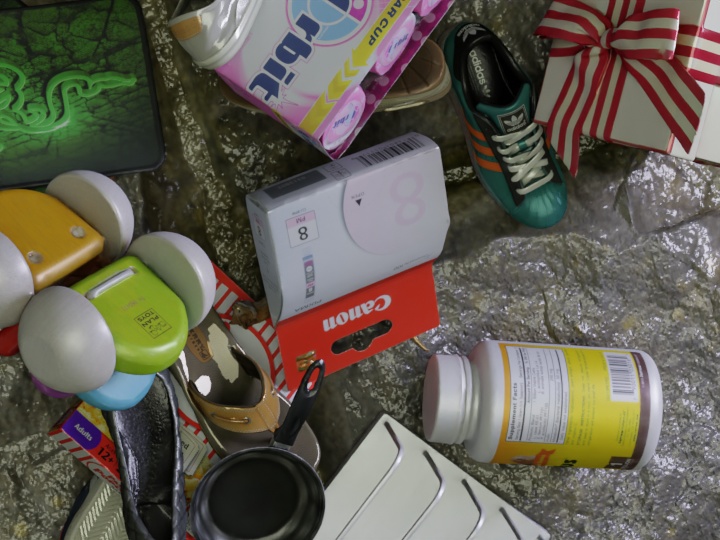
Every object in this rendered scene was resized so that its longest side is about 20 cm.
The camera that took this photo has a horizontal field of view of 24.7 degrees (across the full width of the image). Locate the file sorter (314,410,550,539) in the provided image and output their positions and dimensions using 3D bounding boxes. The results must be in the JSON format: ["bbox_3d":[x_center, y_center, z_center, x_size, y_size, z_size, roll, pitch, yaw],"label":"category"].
[{"bbox_3d":[0.064,0.250,1.464,0.200,0.125,0.139,37,93,-12],"label":"file sorter"}]

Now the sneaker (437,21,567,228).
[{"bbox_3d":[0.128,-0.123,1.437,0.071,0.080,0.200,-29,101,-4],"label":"sneaker"}]

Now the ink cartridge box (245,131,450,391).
[{"bbox_3d":[0.000,0.000,1.386,0.162,0.057,0.200,-22,119,-20],"label":"ink cartridge box"}]

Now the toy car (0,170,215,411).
[{"bbox_3d":[-0.226,0.030,1.282,0.200,0.175,0.150,36,129,16],"label":"toy car"}]

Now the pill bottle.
[{"bbox_3d":[0.159,0.119,1.464,0.199,0.109,0.110,4,98,-8],"label":"pill bottle"}]

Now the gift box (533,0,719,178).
[{"bbox_3d":[0.264,-0.162,1.371,0.186,0.184,0.201,10,92,-38],"label":"gift box"}]

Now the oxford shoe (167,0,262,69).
[{"bbox_3d":[-0.105,-0.257,1.352,0.058,0.075,0.200,38,56,-32],"label":"oxford shoe"}]

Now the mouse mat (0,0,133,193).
[{"bbox_3d":[-0.306,-0.124,1.367,0.161,0.008,0.200,37,72,4],"label":"mouse mat"}]

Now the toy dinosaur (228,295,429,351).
[{"bbox_3d":[-0.033,0.017,1.453,0.200,0.060,0.107,0,100,-30],"label":"toy dinosaur"}]

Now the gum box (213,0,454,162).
[{"bbox_3d":[-0.012,-0.207,1.354,0.113,0.066,0.200,35,87,18],"label":"gum box"}]

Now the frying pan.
[{"bbox_3d":[-0.086,0.161,1.354,0.115,0.031,0.191,-5,110,-12],"label":"frying pan"}]

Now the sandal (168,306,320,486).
[{"bbox_3d":[-0.105,0.099,1.379,0.080,0.054,0.200,-38,99,-26],"label":"sandal"}]

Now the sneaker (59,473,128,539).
[{"bbox_3d":[-0.201,0.182,1.450,0.075,0.084,0.200,43,66,-11],"label":"sneaker"}]

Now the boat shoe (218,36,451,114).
[{"bbox_3d":[-0.021,-0.162,1.417,0.199,0.065,0.072,-3,77,12],"label":"boat shoe"}]

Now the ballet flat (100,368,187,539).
[{"bbox_3d":[-0.171,0.138,1.339,0.066,0.057,0.201,-8,79,-23],"label":"ballet flat"}]

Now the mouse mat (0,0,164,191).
[{"bbox_3d":[-0.270,-0.146,1.363,0.199,0.008,0.161,-9,75,-9],"label":"mouse mat"}]

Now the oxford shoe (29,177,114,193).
[{"bbox_3d":[-0.304,-0.068,1.382,0.199,0.071,0.071,-16,61,-4],"label":"oxford shoe"}]

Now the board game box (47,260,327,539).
[{"bbox_3d":[-0.146,0.112,1.415,0.151,0.046,0.200,43,66,-12],"label":"board game box"}]
